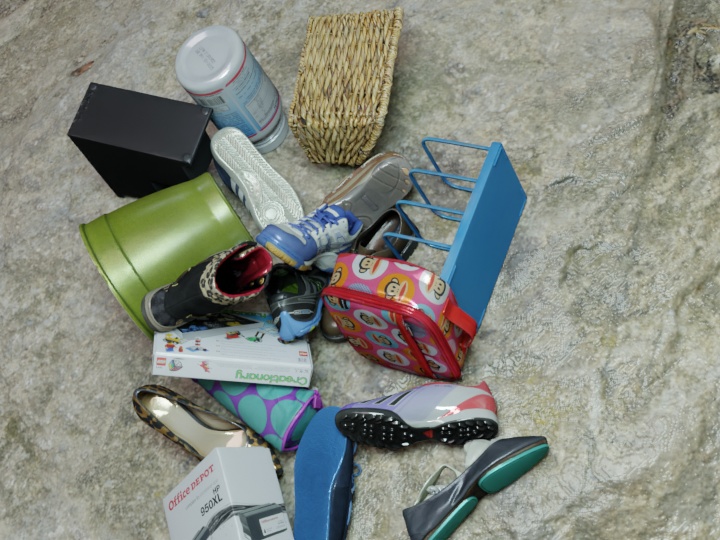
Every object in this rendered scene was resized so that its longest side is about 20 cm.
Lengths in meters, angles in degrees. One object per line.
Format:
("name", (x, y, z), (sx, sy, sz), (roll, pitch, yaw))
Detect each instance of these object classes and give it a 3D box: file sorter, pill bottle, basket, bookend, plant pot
("file sorter", (0.113, -0.050, 1.255), (0.122, 0.139, 0.202), (13, 71, 30))
("pill bottle", (-0.181, -0.257, 1.430), (0.108, 0.200, 0.110), (-8, 63, 17))
("basket", (-0.002, -0.254, 1.393), (0.147, 0.143, 0.202), (-1, 63, 18))
("bookend", (-0.299, -0.173, 1.460), (0.198, 0.199, 0.093), (14, 70, 15))
("plant pot", (-0.255, -0.032, 1.364), (0.192, 0.201, 0.201), (-33, 58, -4))

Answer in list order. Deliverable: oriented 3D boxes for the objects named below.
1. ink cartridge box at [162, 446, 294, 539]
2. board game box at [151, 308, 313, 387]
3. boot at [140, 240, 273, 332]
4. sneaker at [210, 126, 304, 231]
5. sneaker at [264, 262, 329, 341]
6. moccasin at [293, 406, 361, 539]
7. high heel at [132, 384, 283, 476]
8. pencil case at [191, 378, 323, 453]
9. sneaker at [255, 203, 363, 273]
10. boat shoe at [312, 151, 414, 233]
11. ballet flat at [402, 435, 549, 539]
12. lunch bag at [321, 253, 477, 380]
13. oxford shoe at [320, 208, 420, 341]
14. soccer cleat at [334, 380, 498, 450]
("ink cartridge box", (-0.154, 0.334, 1.172), (0.145, 0.084, 0.201), (-44, 51, 34))
("board game box", (-0.165, 0.094, 1.253), (0.198, 0.035, 0.127), (6, 26, -12))
("boot", (-0.162, 0.007, 1.218), (0.150, 0.199, 0.074), (-22, 93, 44))
("sneaker", (-0.148, -0.115, 1.426), (0.075, 0.085, 0.201), (-31, 85, -14))
("sneaker", (-0.087, 0.018, 1.296), (0.070, 0.083, 0.200), (-21, 21, 10))
("moccasin", (-0.045, 0.272, 1.203), (0.080, 0.068, 0.202), (-2, 64, 29))
("high heel", (-0.200, 0.209, 1.247), (0.198, 0.143, 0.072), (20, 74, 28))
("pencil case", (-0.137, 0.155, 1.283), (0.199, 0.085, 0.093), (31, 75, 31))
("sneaker", (-0.064, -0.052, 1.259), (0.075, 0.200, 0.089), (37, 102, 18))
("boat shoe", (-0.009, -0.094, 1.369), (0.199, 0.076, 0.072), (-35, 29, 12))
("ballet flat", (0.128, 0.244, 1.147), (0.200, 0.073, 0.073), (-41, 58, 1))
("lunch bag", (0.060, 0.060, 1.185), (0.174, 0.200, 0.083), (12, 66, 26))
("oxford shoe", (0.000, 0.000, 1.305), (0.072, 0.084, 0.201), (25, 78, 27))
("soccer cleat", (0.067, 0.171, 1.190), (0.197, 0.069, 0.074), (-1, 45, 1))
